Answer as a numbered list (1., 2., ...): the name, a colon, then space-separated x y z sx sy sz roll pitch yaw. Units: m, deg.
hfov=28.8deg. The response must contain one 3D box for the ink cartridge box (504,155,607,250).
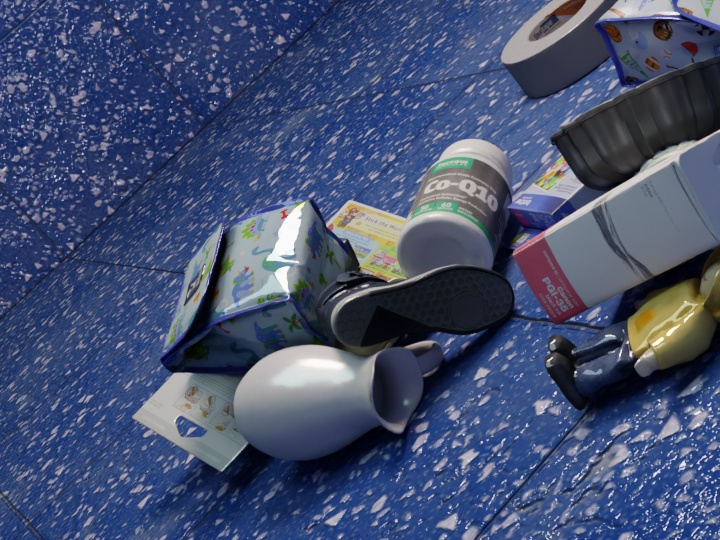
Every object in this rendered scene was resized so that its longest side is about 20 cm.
1. ink cartridge box: 0.246 -0.099 1.583 0.200 0.042 0.119 -45 18 -9

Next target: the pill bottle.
1. pill bottle: 0.116 -0.066 1.645 0.113 0.113 0.200 -30 21 31

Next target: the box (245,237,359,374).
1. box: -0.114 0.038 1.711 0.158 0.051 0.200 6 48 34

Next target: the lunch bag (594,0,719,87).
1. lunch bag: 0.403 -0.306 1.631 0.200 0.124 0.170 9 51 50

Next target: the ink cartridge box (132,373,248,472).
1. ink cartridge box: -0.154 0.155 1.682 0.200 0.044 0.174 21 63 46

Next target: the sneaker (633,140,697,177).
1. sneaker: 0.332 -0.084 1.313 0.200 0.077 0.085 -35 25 24

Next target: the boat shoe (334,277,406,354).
1. boat shoe: -0.006 0.091 1.604 0.199 0.074 0.066 -51 -10 -2

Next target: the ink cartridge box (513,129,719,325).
1. ink cartridge box: 0.257 -0.043 1.246 0.146 0.083 0.200 -28 -2 -43

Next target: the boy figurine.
1. boy figurine: 0.252 0.047 1.177 0.200 0.064 0.124 -34 13 28

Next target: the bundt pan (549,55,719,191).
1. bundt pan: 0.298 -0.141 1.425 0.202 0.076 0.202 -22 -5 -2

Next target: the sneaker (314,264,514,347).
1. sneaker: 0.051 0.033 1.504 0.202 0.077 0.146 -7 5 -14

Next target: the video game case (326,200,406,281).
1. video game case: 0.000 0.000 1.750 0.200 0.023 0.182 21 59 43

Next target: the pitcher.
1. pitcher: -0.021 0.127 1.493 0.200 0.121 0.172 -14 9 35

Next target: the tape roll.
1. tape roll: 0.299 -0.336 2.000 0.200 0.066 0.200 -36 19 14

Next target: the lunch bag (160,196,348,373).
1. lunch bag: -0.129 0.025 1.601 0.200 0.127 0.170 -17 40 26
